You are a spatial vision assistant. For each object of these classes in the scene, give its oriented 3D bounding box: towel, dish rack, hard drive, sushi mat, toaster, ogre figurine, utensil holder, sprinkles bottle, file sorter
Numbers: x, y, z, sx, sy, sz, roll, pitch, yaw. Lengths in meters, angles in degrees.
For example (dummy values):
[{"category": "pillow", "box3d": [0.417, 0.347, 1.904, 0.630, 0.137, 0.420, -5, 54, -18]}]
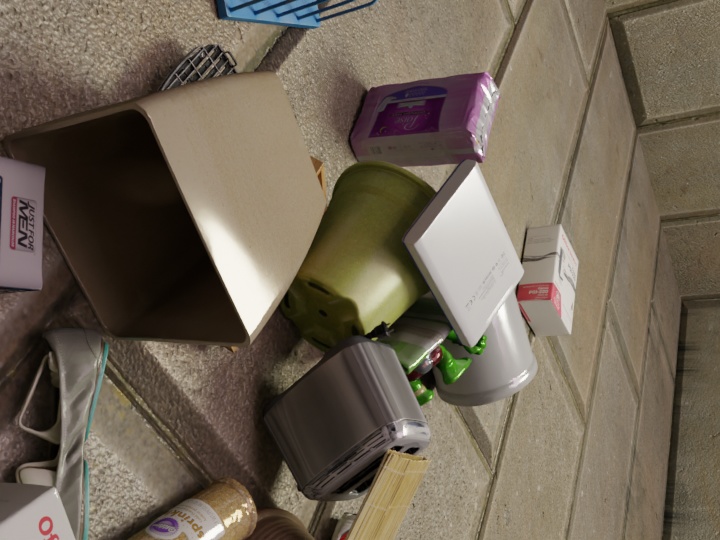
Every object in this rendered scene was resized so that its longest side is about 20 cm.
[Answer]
[{"category": "towel", "box3d": [0.064, 0.058, 1.033, 0.200, 0.148, 0.031, -40, 122, -39]}, {"category": "dish rack", "box3d": [-0.150, -0.134, 0.844, 0.201, 0.054, 0.154, 58, 39, -32]}, {"category": "hard drive", "box3d": [0.131, -0.016, 0.947, 0.132, 0.025, 0.201, -51, 134, -19]}, {"category": "sushi mat", "box3d": [0.009, 0.286, 0.820, 0.095, 0.012, 0.202, 31, 84, -55]}, {"category": "toaster", "box3d": [-0.008, 0.167, 0.870, 0.113, 0.199, 0.130, 23, 32, -55]}, {"category": "ogre figurine", "box3d": [0.079, 0.120, 1.098, 0.121, 0.199, 0.098, 55, 4, -6]}, {"category": "utensil holder", "box3d": [0.175, 0.084, 1.226, 0.170, 0.168, 0.203, -42, 118, -52]}, {"category": "sprinkles bottle", "box3d": [-0.180, 0.263, 0.714, 0.199, 0.067, 0.069, -22, 103, -58]}, {"category": "file sorter", "box3d": [-0.077, -0.385, 0.937, 0.199, 0.121, 0.141, -22, 103, -57]}]

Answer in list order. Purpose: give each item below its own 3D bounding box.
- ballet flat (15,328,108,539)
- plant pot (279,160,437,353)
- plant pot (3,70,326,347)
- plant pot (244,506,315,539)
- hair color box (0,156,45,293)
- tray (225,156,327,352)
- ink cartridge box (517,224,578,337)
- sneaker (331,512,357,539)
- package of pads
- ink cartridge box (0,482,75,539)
[{"category": "ballet flat", "box3d": [-0.252, 0.147, 0.637, 0.063, 0.067, 0.203, 10, 74, -29]}, {"category": "plant pot", "box3d": [0.000, 0.000, 0.958, 0.185, 0.198, 0.202, -50, 127, -36]}, {"category": "plant pot", "box3d": [-0.146, -0.071, 0.678, 0.177, 0.198, 0.202, -45, 123, -42]}, {"category": "plant pot", "box3d": [-0.084, 0.362, 0.830, 0.200, 0.092, 0.204, 12, 75, -56]}, {"category": "hair color box", "box3d": [-0.323, -0.040, 0.538, 0.199, 0.060, 0.102, 11, 76, -57]}, {"category": "tray", "box3d": [-0.101, -0.020, 0.825, 0.201, 0.037, 0.099, -58, 168, -21]}, {"category": "ink cartridge box", "box3d": [0.414, 0.022, 1.703, 0.146, 0.084, 0.202, 50, 43, -42]}, {"category": "sneaker", "box3d": [0.014, 0.401, 1.017, 0.201, 0.076, 0.085, 55, 53, -29]}, {"category": "package of pads", "box3d": [0.093, -0.211, 1.113, 0.076, 0.197, 0.122, 54, 46, -45]}, {"category": "ink cartridge box", "box3d": [-0.285, 0.260, 0.527, 0.200, 0.086, 0.148, -33, 112, -57]}]
